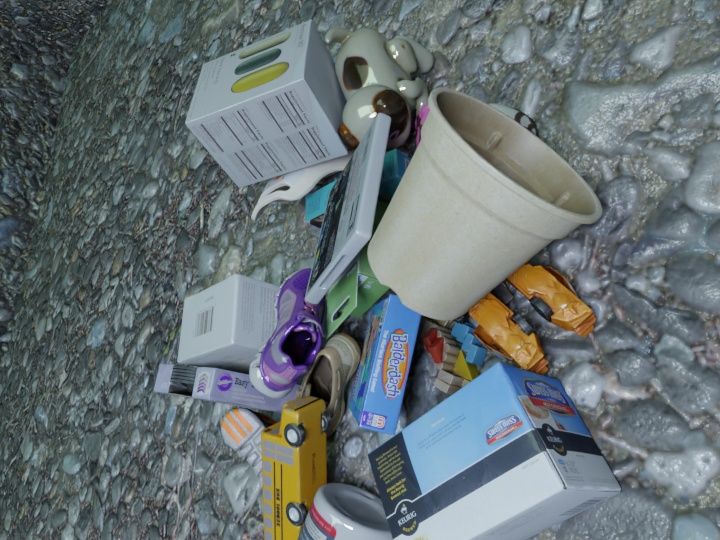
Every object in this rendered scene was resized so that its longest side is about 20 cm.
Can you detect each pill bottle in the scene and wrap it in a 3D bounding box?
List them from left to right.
[{"bbox_3d":[-0.036,0.385,0.711,0.120,0.120,0.200,24,91,48],"label":"pill bottle"}]

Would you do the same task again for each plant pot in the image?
[{"bbox_3d":[0.108,-0.054,0.598,0.184,0.200,0.201,-55,42,32],"label":"plant pot"}]

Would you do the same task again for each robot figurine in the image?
[{"bbox_3d":[0.168,0.027,0.676,0.145,0.058,0.200,-42,46,3],"label":"robot figurine"}]

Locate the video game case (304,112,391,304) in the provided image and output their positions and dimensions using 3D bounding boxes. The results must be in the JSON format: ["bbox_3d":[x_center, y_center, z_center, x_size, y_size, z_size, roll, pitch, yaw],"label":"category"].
[{"bbox_3d":[-0.017,-0.078,0.750,0.182,0.023,0.200,131,154,-52],"label":"video game case"}]

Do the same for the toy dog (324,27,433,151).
[{"bbox_3d":[0.030,-0.268,0.861,0.139,0.194,0.200,-22,50,29],"label":"toy dog"}]

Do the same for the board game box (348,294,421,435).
[{"bbox_3d":[0.028,0.116,0.727,0.200,0.045,0.152,126,158,-82],"label":"board game box"}]

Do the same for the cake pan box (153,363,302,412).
[{"bbox_3d":[-0.203,0.189,0.907,0.184,0.200,0.052,-10,67,46],"label":"cake pan box"}]

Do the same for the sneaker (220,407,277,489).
[{"bbox_3d":[-0.127,0.289,0.885,0.078,0.112,0.200,-38,79,-1],"label":"sneaker"}]

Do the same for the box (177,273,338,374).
[{"bbox_3d":[-0.156,0.097,0.893,0.152,0.200,0.106,-22,60,40],"label":"box"}]

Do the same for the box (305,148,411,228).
[{"bbox_3d":[0.007,-0.117,0.899,0.200,0.082,0.049,-21,60,40],"label":"box"}]

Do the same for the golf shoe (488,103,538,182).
[{"bbox_3d":[0.187,-0.162,0.727,0.077,0.088,0.200,-46,45,25],"label":"golf shoe"}]

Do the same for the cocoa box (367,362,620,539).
[{"bbox_3d":[0.131,0.210,0.597,0.200,0.133,0.131,-43,48,26],"label":"cocoa box"}]

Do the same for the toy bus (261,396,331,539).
[{"bbox_3d":[-0.088,0.272,0.770,0.078,0.065,0.200,4,98,34],"label":"toy bus"}]

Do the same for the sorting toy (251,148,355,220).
[{"bbox_3d":[-0.111,-0.159,0.974,0.200,0.107,0.180,-18,33,41],"label":"sorting toy"}]

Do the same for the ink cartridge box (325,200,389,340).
[{"bbox_3d":[0.000,0.000,0.831,0.104,0.059,0.200,-48,31,46],"label":"ink cartridge box"}]

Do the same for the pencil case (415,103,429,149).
[{"bbox_3d":[0.113,-0.131,0.797,0.091,0.094,0.200,2,69,5],"label":"pencil case"}]

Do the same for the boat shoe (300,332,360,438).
[{"bbox_3d":[-0.061,0.179,0.818,0.071,0.065,0.200,30,122,23],"label":"boat shoe"}]

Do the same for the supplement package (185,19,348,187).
[{"bbox_3d":[-0.136,-0.256,0.895,0.200,0.151,0.152,-13,52,20],"label":"supplement package"}]

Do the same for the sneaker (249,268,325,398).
[{"bbox_3d":[-0.082,0.076,0.790,0.088,0.080,0.200,-39,28,48],"label":"sneaker"}]

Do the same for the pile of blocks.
[{"bbox_3d":[0.108,0.074,0.731,0.082,0.062,0.200,-43,48,26],"label":"pile of blocks"}]
